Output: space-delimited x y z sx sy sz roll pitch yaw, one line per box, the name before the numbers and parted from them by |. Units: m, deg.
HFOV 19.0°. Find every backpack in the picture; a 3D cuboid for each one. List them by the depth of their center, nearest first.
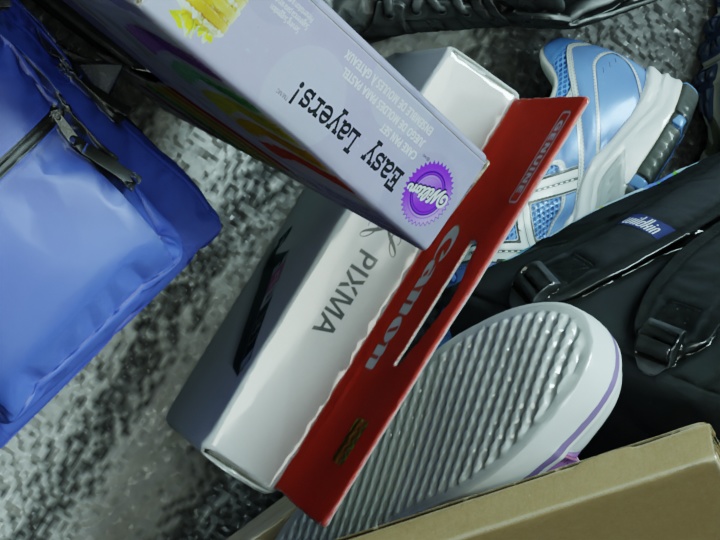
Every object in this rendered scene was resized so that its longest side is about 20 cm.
backpack | -0.169 -0.045 0.852 0.163 0.168 0.200 -45 101 -15
backpack | 0.162 0.020 0.888 0.200 0.163 0.154 -42 133 -29

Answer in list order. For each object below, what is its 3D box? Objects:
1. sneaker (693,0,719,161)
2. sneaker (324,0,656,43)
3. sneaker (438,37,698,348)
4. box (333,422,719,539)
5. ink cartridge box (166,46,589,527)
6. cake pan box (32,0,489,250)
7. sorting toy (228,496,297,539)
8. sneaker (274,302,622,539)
sneaker | 0.203 -0.068 1.005 0.085 0.077 0.201 11 101 -20
sneaker | 0.064 -0.134 0.939 0.198 0.104 0.060 -5 96 -15
sneaker | 0.071 -0.014 0.976 0.077 0.076 0.201 33 84 7
box | 0.065 0.135 0.822 0.199 0.021 0.164 -20 138 16
ink cartridge box | 0.000 0.000 0.895 0.043 0.174 0.201 33 85 -13
cake pan box | -0.070 -0.099 0.833 0.052 0.200 0.184 -54 135 -6
sorting toy | -0.009 0.190 0.949 0.200 0.070 0.199 -36 107 -10
sneaker | 0.058 0.092 0.842 0.114 0.073 0.200 24 132 -27
